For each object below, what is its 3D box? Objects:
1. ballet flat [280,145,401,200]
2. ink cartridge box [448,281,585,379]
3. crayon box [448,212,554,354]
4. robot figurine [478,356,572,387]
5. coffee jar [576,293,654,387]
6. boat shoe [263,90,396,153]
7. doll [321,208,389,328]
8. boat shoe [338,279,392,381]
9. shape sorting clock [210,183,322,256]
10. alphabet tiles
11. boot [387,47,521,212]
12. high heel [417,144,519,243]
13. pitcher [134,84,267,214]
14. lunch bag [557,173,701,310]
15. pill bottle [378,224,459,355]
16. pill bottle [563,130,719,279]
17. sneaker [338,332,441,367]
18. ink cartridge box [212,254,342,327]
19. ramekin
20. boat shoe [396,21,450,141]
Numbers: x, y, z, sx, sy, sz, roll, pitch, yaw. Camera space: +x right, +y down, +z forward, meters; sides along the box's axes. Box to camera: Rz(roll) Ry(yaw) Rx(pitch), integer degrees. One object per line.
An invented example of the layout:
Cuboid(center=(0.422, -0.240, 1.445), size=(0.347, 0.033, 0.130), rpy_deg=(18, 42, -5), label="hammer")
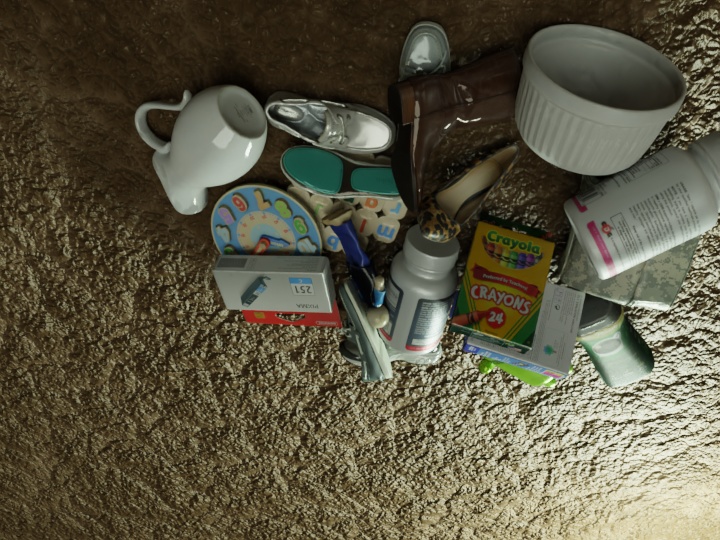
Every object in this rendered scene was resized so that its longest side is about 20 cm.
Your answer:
Cuboid(center=(-0.023, -0.139, 0.884), size=(0.194, 0.070, 0.071), rpy_deg=(10, 128, -2), label="ballet flat")
Cuboid(center=(0.246, 0.078, 0.949), size=(0.195, 0.140, 0.077), rpy_deg=(17, 165, 7), label="ink cartridge box")
Cuboid(center=(0.221, 0.010, 0.906), size=(0.124, 0.205, 0.051), rpy_deg=(15, 165, 8), label="crayon box")
Cuboid(center=(0.287, 0.129, 1.051), size=(0.197, 0.117, 0.176), rpy_deg=(29, 123, -18), label="robot figurine")
Cuboid(center=(0.440, 0.115, 1.049), size=(0.103, 0.086, 0.200), rpy_deg=(-27, 122, 26), label="coffee jar")
Cuboid(center=(-0.044, -0.206, 0.840), size=(0.194, 0.070, 0.073), rpy_deg=(10, 111, -4), label="boat shoe")
Cuboid(center=(0.000, 0.000, 0.954), size=(0.048, 0.136, 0.204), rpy_deg=(-27, 105, -15), label="doll")
Cuboid(center=(-0.003, 0.113, 1.027), size=(0.060, 0.073, 0.204), rpy_deg=(-19, 114, 11), label="boat shoe")
Cuboid(center=(-0.158, -0.053, 0.981), size=(0.194, 0.040, 0.204), rpy_deg=(6, 131, 7), label="shape sorting clock")
Cuboid(center=(-0.023, -0.113, 0.952), size=(0.195, 0.015, 0.199), rpy_deg=(16, 126, -8), label="alphabet tiles")
Cuboid(center=(0.138, -0.191, 0.805), size=(0.196, 0.064, 0.190), rpy_deg=(-21, 128, -19), label="boot")
Cuboid(center=(0.154, -0.116, 0.833), size=(0.072, 0.200, 0.142), rpy_deg=(47, 123, 2), label="high heel")
Cuboid(center=(-0.236, -0.196, 0.842), size=(0.198, 0.122, 0.173), rpy_deg=(-27, 107, 42), label="pitcher")
Cuboid(center=(0.399, -0.057, 0.886), size=(0.163, 0.141, 0.204), rpy_deg=(6, 125, 3), label="lunch bag")
Cuboid(center=(0.101, 0.031, 0.987), size=(0.116, 0.121, 0.204), rpy_deg=(9, 128, -3), label="pill bottle")
Cuboid(center=(0.372, -0.083, 0.742), size=(0.197, 0.115, 0.114), rpy_deg=(-28, 122, 18), label="pill bottle")
Cuboid(center=(0.055, 0.132, 1.107), size=(0.194, 0.074, 0.081), rpy_deg=(-5, 117, 2), label="sneaker")
Cuboid(center=(-0.139, 0.052, 1.021), size=(0.194, 0.045, 0.179), rpy_deg=(1, 134, 13), label="ink cartridge box")
Cuboid(center=(0.290, -0.213, 0.744), size=(0.194, 0.204, 0.107), rpy_deg=(7, 138, -2), label="ramekin")
Cuboid(center=(0.085, -0.235, 0.818), size=(0.072, 0.066, 0.206), rpy_deg=(7, 127, -2), label="boat shoe")
